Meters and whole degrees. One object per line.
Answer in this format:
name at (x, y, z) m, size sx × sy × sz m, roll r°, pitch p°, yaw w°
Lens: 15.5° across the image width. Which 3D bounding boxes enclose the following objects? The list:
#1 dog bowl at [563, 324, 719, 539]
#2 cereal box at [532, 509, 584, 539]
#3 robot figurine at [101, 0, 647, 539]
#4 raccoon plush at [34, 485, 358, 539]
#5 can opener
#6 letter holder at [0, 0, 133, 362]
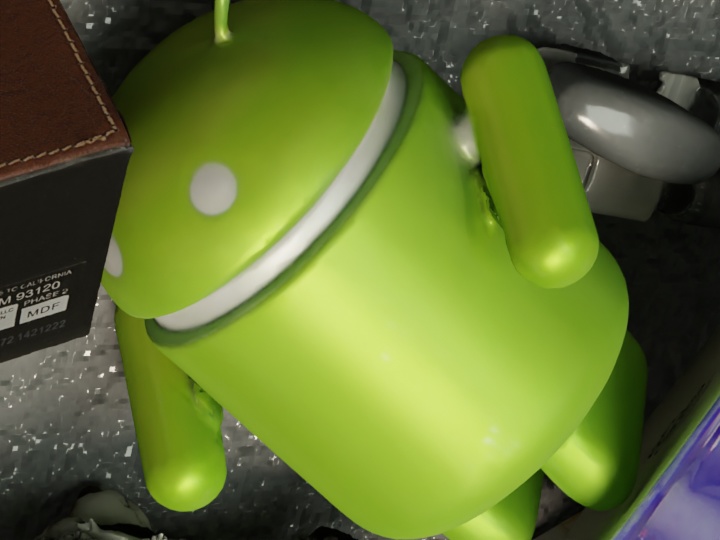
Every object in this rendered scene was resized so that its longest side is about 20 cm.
dog bowl at (0.131, 0.073, 0.856) m, size 0.079 × 0.200 × 0.200 m, roll 37°, pitch 94°, yaw 3°
cereal box at (0.075, 0.167, 0.988) m, size 0.200 × 0.040 × 0.144 m, roll -27°, pitch 125°, yaw -16°
robot figurine at (0.000, 0.000, 0.795) m, size 0.175 × 0.116 × 0.200 m, roll -31°, pitch 116°, yaw 33°
raccoon plush at (-0.037, 0.152, 0.827) m, size 0.134 × 0.200 × 0.097 m, roll 2°, pitch 129°, yaw -43°
can opener at (0.125, -0.035, 0.902) m, size 0.199 × 0.066 × 0.053 m, roll 7°, pitch 109°, yaw -38°
letter holder at (-0.184, -0.035, 0.704) m, size 0.199 × 0.142 × 0.101 m, roll -18°, pitch 154°, yaw -23°
